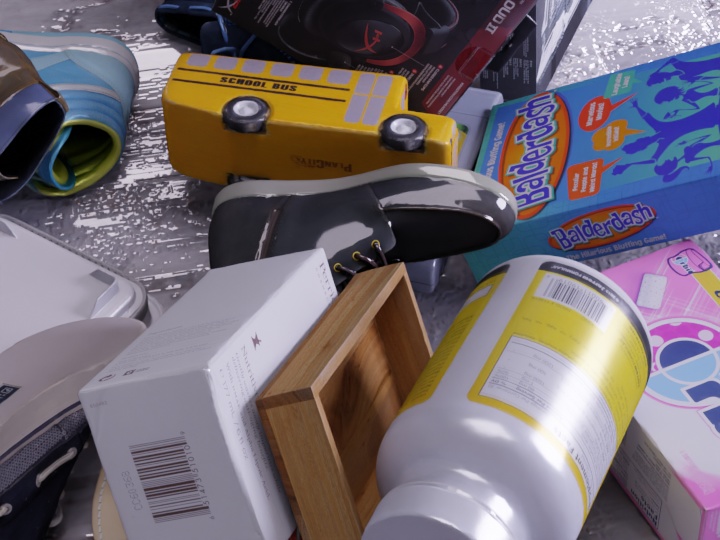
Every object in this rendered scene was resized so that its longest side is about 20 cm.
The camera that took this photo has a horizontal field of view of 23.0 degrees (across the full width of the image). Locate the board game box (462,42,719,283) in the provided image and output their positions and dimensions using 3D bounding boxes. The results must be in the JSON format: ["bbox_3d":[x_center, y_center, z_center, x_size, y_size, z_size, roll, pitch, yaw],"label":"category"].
[{"bbox_3d":[0.171,-0.074,1.163,0.198,0.045,0.153,-14,35,26],"label":"board game box"}]

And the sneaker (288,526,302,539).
[{"bbox_3d":[-0.001,0.185,0.953,0.199,0.074,0.077,30,19,34],"label":"sneaker"}]

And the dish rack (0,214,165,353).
[{"bbox_3d":[-0.239,0.041,1.113,0.170,0.044,0.200,25,50,23],"label":"dish rack"}]

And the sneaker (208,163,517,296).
[{"bbox_3d":[0.000,0.000,1.103,0.198,0.075,0.107,-5,57,14],"label":"sneaker"}]

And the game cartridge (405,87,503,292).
[{"bbox_3d":[0.014,-0.069,1.230,0.132,0.041,0.201,8,44,15],"label":"game cartridge"}]

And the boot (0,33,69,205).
[{"bbox_3d":[-0.280,-0.067,1.167,0.097,0.075,0.201,32,84,27],"label":"boot"}]

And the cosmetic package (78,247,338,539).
[{"bbox_3d":[-0.067,0.073,0.966,0.080,0.114,0.200,-12,16,21],"label":"cosmetic package"}]

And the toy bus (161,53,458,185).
[{"bbox_3d":[-0.032,-0.093,1.185,0.198,0.066,0.079,7,42,10],"label":"toy bus"}]

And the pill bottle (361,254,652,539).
[{"bbox_3d":[0.075,0.090,0.928,0.111,0.113,0.200,17,42,18],"label":"pill bottle"}]

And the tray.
[{"bbox_3d":[0.000,0.076,0.977,0.037,0.100,0.200,-14,14,18],"label":"tray"}]

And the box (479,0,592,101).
[{"bbox_3d":[0.131,-0.249,1.296,0.049,0.201,0.158,12,44,19],"label":"box"}]

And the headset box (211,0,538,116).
[{"bbox_3d":[0.023,-0.195,1.189,0.199,0.149,0.075,28,41,-13],"label":"headset box"}]

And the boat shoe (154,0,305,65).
[{"bbox_3d":[-0.086,-0.164,1.313,0.068,0.085,0.200,-36,34,-14],"label":"boat shoe"}]

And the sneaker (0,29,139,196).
[{"bbox_3d":[-0.255,-0.108,1.244,0.198,0.080,0.131,-5,42,-3],"label":"sneaker"}]

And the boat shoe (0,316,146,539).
[{"bbox_3d":[-0.190,0.104,1.022,0.074,0.094,0.200,11,28,32],"label":"boat shoe"}]

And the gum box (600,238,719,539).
[{"bbox_3d":[0.199,0.081,1.044,0.112,0.067,0.201,-19,46,-17],"label":"gum box"}]

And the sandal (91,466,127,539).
[{"bbox_3d":[-0.117,0.091,1.037,0.077,0.070,0.213,1,44,2],"label":"sandal"}]
